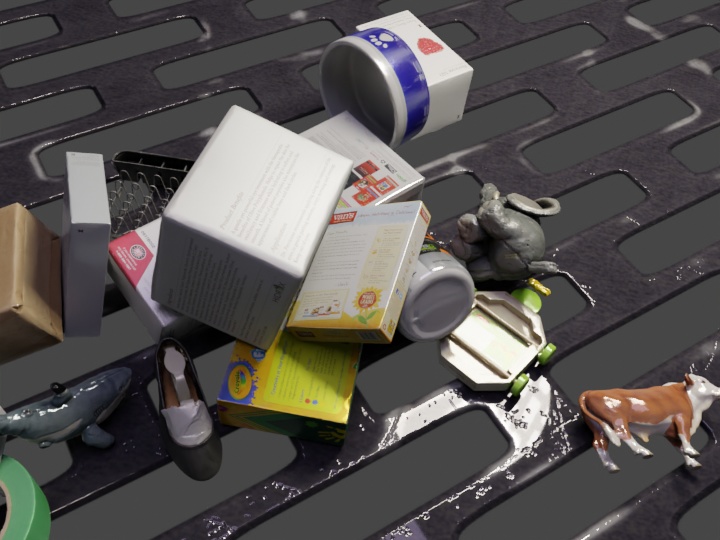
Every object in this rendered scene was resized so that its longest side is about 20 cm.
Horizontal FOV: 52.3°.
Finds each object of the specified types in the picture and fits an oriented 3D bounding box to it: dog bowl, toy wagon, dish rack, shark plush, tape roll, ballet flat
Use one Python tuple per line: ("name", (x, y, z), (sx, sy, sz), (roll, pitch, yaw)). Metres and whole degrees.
("dog bowl", (0.021, -0.299, 1.232), (0.079, 0.200, 0.200), (-32, 61, -28))
("toy wagon", (0.202, 0.086, 1.054), (0.155, 0.040, 0.200), (38, 58, 22))
("dish rack", (-0.330, -0.092, 1.136), (0.153, 0.055, 0.200), (8, 53, 3))
("shark plush", (-0.371, 0.158, 0.877), (0.200, 0.083, 0.091), (8, 31, -48))
("tape roll", (-0.448, 0.296, 0.804), (0.200, 0.048, 0.201), (-4, 42, 4))
("ballet flat", (-0.228, 0.169, 0.934), (0.068, 0.068, 0.200), (-17, 56, -19))

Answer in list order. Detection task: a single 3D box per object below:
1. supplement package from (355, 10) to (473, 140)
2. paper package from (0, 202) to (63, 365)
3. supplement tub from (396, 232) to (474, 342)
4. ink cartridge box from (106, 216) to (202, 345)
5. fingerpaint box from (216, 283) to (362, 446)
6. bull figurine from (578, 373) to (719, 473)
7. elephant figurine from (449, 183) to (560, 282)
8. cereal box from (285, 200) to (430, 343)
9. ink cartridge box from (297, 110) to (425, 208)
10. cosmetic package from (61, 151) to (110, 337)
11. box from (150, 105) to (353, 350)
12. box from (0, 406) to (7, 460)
("supplement package", (0.090, -0.356, 1.332), (0.121, 0.120, 0.200), (-26, 59, -23))
("paper package", (-0.503, 0.032, 0.961), (0.200, 0.104, 0.191), (-21, 54, 5))
("supplement tub", (0.062, -0.001, 1.035), (0.122, 0.123, 0.200), (-19, 38, -18))
("ink cartridge box", (-0.235, -0.009, 1.037), (0.200, 0.086, 0.148), (-33, 78, -28))
("fingerpaint box", (-0.084, 0.118, 0.983), (0.166, 0.073, 0.200), (10, 52, 1))
("bull figurine", (0.388, 0.197, 0.966), (0.199, 0.065, 0.122), (-3, 50, -6))
("elephant figurine", (0.238, -0.069, 1.127), (0.200, 0.141, 0.155), (-34, 92, -48))
("cereal box", (0.000, 0.000, 0.957), (0.144, 0.040, 0.200), (-1, 53, 34))
("ink cartridge box", (-0.030, -0.142, 1.179), (0.175, 0.084, 0.200), (-31, 60, -25))
("cosmetic package", (-0.370, -0.033, 0.981), (0.052, 0.200, 0.151), (2, 42, -23))
("box", (-0.138, -0.049, 0.917), (0.171, 0.200, 0.199), (25, 53, -5))
("box", (-0.509, 0.234, 0.820), (0.199, 0.036, 0.145), (-9, 42, -3))
